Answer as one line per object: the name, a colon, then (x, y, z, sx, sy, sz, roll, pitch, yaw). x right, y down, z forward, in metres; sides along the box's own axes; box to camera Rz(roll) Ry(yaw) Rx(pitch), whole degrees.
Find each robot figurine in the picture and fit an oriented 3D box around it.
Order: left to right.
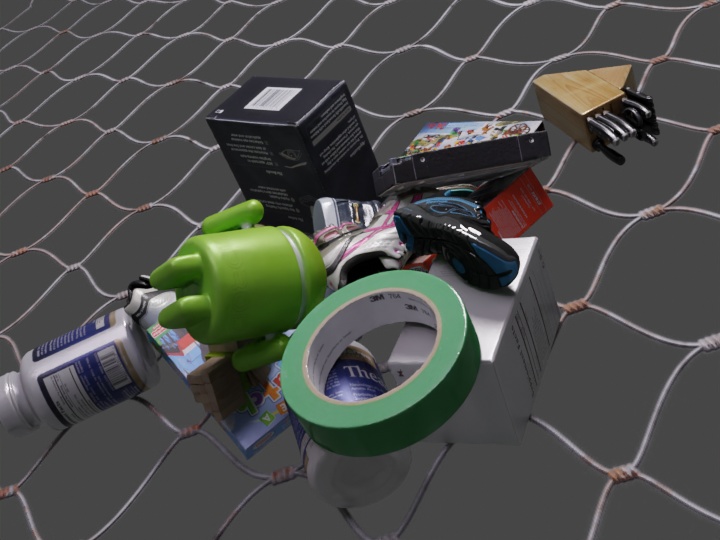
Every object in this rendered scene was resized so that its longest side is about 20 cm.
robot figurine: (-0.122, 0.014, 1.180, 0.198, 0.178, 0.115, -9, -12, -34)

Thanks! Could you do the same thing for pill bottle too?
pill bottle: (-0.369, 0.138, 1.418, 0.198, 0.112, 0.111, -24, 32, -1)
pill bottle: (-0.023, 0.144, 1.172, 0.110, 0.112, 0.201, -24, 38, 0)

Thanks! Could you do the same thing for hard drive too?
hard drive: (0.122, -0.130, 1.358, 0.197, 0.038, 0.140, -10, -1, -10)

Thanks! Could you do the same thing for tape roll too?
tape roll: (0.018, 0.088, 1.082, 0.198, 0.048, 0.202, -16, 40, 14)

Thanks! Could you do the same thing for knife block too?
knife block: (0.317, -0.208, 1.514, 0.197, 0.065, 0.176, -1, 39, 32)

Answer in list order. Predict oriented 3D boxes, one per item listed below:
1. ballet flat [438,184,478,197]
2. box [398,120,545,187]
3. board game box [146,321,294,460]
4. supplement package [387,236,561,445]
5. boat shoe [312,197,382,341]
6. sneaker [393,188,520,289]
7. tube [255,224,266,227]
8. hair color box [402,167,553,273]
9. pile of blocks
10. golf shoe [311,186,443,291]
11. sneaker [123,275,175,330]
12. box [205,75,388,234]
ballet flat: (0.069, -0.066, 1.476, 0.198, 0.068, 0.075, -30, 24, -2)
box: (0.153, -0.161, 1.577, 0.198, 0.038, 0.137, 4, 42, 37)
board game box: (-0.137, 0.102, 1.305, 0.151, 0.037, 0.200, -37, 66, -19)
supplement package: (0.128, 0.074, 1.182, 0.120, 0.121, 0.201, -2, 38, 28)
boat shoe: (0.000, 0.000, 1.375, 0.089, 0.071, 0.203, -2, 70, -17)
sneaker: (0.114, -0.045, 1.181, 0.081, 0.074, 0.199, -33, 34, -17)
tube: (-0.146, -0.033, 1.497, 0.200, 0.051, 0.059, -99, 32, -83)
hair color box: (0.133, -0.040, 1.362, 0.200, 0.064, 0.111, -42, 13, -24)
pile of blocks: (-0.143, 0.083, 1.267, 0.061, 0.083, 0.201, -2, 46, 35)
golf shoe: (0.037, -0.030, 1.309, 0.198, 0.073, 0.092, -26, 52, -15)
sneaker: (-0.262, 0.032, 1.449, 0.076, 0.087, 0.200, -60, 8, 5)
box: (-0.089, -0.165, 1.584, 0.195, 0.202, 0.118, 12, 47, 42)
